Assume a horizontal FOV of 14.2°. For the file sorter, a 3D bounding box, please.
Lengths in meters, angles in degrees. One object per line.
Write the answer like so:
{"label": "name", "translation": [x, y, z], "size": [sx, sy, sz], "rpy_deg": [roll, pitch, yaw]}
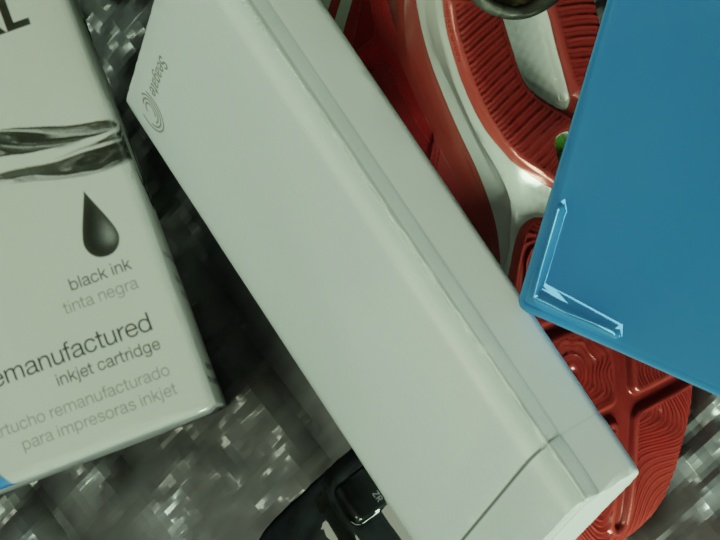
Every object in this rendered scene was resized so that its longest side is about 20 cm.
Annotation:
{"label": "file sorter", "translation": [0.154, -0.064, 0.774], "size": [0.139, 0.123, 0.200], "rpy_deg": [24, 109, 26]}

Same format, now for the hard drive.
{"label": "hard drive", "translation": [0.000, 0.000, 0.854], "size": [0.200, 0.027, 0.132], "rpy_deg": [57, 159, 12]}

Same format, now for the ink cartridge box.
{"label": "ink cartridge box", "translation": [-0.146, -0.023, 0.948], "size": [0.146, 0.084, 0.200], "rpy_deg": [-21, 87, -1]}

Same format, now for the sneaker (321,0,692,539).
{"label": "sneaker", "translation": [0.033, -0.014, 0.900], "size": [0.115, 0.078, 0.200], "rpy_deg": [4, 107, 53]}

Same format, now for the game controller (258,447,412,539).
{"label": "game controller", "translation": [0.040, 0.150, 0.932], "size": [0.200, 0.042, 0.104], "rpy_deg": [55, 134, 13]}

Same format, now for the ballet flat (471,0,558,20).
{"label": "ballet flat", "translation": [0.057, -0.150, 0.749], "size": [0.068, 0.068, 0.200], "rpy_deg": [7, 127, -1]}
